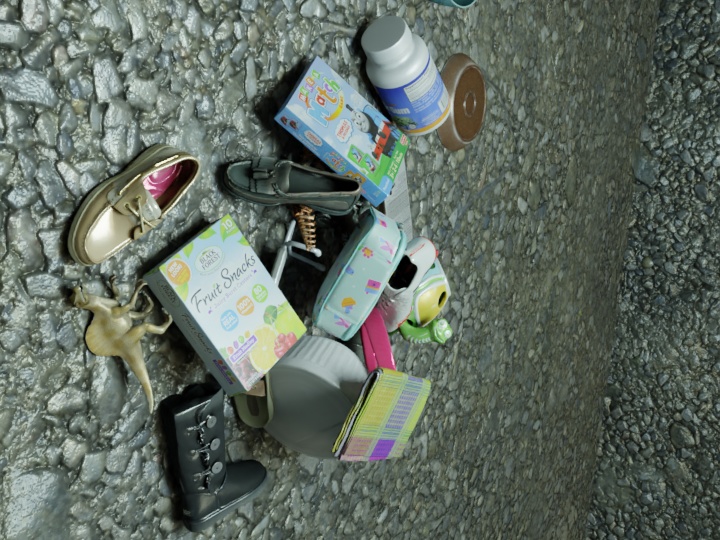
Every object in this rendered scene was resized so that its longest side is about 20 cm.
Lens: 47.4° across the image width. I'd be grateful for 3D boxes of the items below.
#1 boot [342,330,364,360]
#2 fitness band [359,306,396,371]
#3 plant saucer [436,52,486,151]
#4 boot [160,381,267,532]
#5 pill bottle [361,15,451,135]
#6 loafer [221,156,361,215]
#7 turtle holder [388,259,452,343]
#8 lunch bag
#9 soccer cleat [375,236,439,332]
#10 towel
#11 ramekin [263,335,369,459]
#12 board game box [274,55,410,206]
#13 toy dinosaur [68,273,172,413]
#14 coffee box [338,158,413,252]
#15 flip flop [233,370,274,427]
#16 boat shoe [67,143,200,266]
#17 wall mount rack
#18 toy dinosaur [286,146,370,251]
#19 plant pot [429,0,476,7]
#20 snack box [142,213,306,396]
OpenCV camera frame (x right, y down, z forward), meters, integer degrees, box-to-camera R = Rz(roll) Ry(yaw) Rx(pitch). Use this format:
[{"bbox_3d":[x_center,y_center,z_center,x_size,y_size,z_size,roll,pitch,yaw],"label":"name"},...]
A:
[{"bbox_3d":[-0.037,0.155,1.435,0.200,0.072,0.183,-42,131,-35],"label":"boot"},{"bbox_3d":[0.028,0.134,1.323,0.200,0.037,0.145,-134,-146,-80],"label":"fitness band"},{"bbox_3d":[0.215,-0.348,1.702,0.200,0.034,0.202,-21,116,-53],"label":"plant saucer"},{"bbox_3d":[-0.207,0.252,1.195,0.165,0.065,0.202,-32,120,-52],"label":"boot"},{"bbox_3d":[0.076,-0.336,1.413,0.200,0.111,0.113,51,57,-50],"label":"pill bottle"},{"bbox_3d":[-0.094,-0.128,1.159,0.198,0.063,0.073,8,69,-19],"label":"loafer"},{"bbox_3d":[0.093,0.040,1.467,0.186,0.131,0.142,-113,-178,-65],"label":"turtle holder"},{"bbox_3d":[0.000,0.000,1.283,0.201,0.077,0.160,-59,-173,11],"label":"lunch bag"},{"bbox_3d":[0.061,0.029,1.335,0.085,0.069,0.201,-28,153,-49],"label":"soccer cleat"},{"bbox_3d":[0.037,0.216,1.220,0.200,0.023,0.145,22,94,-59],"label":"towel"},{"bbox_3d":[-0.069,0.191,1.274,0.094,0.201,0.204,-59,144,-47],"label":"ramekin"},{"bbox_3d":[-0.022,-0.212,1.237,0.200,0.037,0.152,39,43,-17],"label":"board game box"},{"bbox_3d":[-0.292,0.075,1.027,0.101,0.058,0.201,-42,126,-24],"label":"toy dinosaur"},{"bbox_3d":[0.019,-0.101,1.393,0.080,0.112,0.202,-42,133,-44],"label":"coffee box"},{"bbox_3d":[-0.175,0.164,1.198,0.058,0.080,0.201,-60,150,-48],"label":"flip flop"},{"bbox_3d":[-0.268,-0.082,0.987,0.201,0.069,0.074,-57,141,-31],"label":"boat shoe"},{"bbox_3d":[-0.105,0.031,1.282,0.174,0.074,0.202,110,-3,-82],"label":"wall mount rack"},{"bbox_3d":[-0.065,-0.110,1.249,0.135,0.102,0.201,29,67,-25],"label":"toy dinosaur"},{"bbox_3d":[0.120,-0.552,1.396,0.200,0.134,0.202,-22,117,-53],"label":"plant pot"},{"bbox_3d":[-0.179,0.047,1.108,0.201,0.053,0.142,57,46,-13],"label":"snack box"}]
